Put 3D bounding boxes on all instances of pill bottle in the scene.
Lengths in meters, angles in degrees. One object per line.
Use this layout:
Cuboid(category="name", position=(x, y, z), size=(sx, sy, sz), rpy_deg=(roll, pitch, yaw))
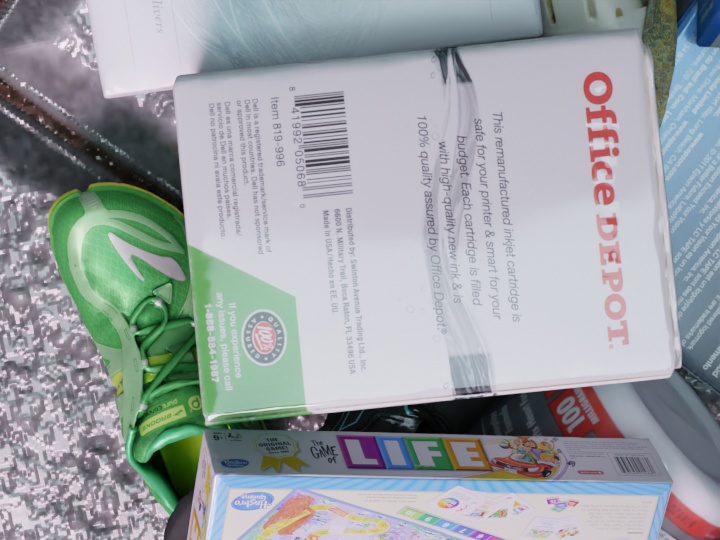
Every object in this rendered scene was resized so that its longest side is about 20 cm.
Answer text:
Cuboid(category="pill bottle", position=(0.075, 0.126, 1.084), size=(0.200, 0.116, 0.116), rpy_deg=(-41, 99, 17))

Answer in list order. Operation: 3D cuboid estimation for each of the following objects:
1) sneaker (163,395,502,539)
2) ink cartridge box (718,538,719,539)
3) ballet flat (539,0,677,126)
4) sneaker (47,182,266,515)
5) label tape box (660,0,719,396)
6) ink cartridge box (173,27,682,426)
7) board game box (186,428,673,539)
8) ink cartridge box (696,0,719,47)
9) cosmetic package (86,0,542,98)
Cuboid(category="sneaker", position=(0.005, 0.094, 1.032), size=(0.200, 0.079, 0.075), rpy_deg=(-41, 130, 4))
Cuboid(category="ink cartridge box", position=(0.251, 0.165, 1.014), size=(0.199, 0.147, 0.145), rpy_deg=(-30, 93, 23))
Cuboid(category="ballet flat", position=(0.110, -0.141, 1.035), size=(0.070, 0.071, 0.202), rpy_deg=(11, 79, -4))
Cuboid(category="sneaker", position=(-0.086, 0.049, 1.088), size=(0.074, 0.084, 0.201), rpy_deg=(-25, 102, 1))
Cuboid(category="label tape box", position=(0.191, -0.018, 1.093), size=(0.199, 0.063, 0.145), rpy_deg=(37, 98, -8))
Cuboid(category="ink cartridge box", position=(0.029, -0.017, 0.970), size=(0.198, 0.083, 0.148), rpy_deg=(-5, 88, 4))
Cuboid(category="board game box", position=(0.023, 0.134, 0.982), size=(0.198, 0.034, 0.135), rpy_deg=(3, 119, -15))
Cuboid(category="ink cartridge box", position=(0.198, -0.209, 0.986), size=(0.084, 0.146, 0.202), rpy_deg=(2, 80, -1))
Cuboid(category="cosmetic package", position=(-0.030, -0.194, 1.025), size=(0.198, 0.123, 0.201), rpy_deg=(-9, 101, -1))
